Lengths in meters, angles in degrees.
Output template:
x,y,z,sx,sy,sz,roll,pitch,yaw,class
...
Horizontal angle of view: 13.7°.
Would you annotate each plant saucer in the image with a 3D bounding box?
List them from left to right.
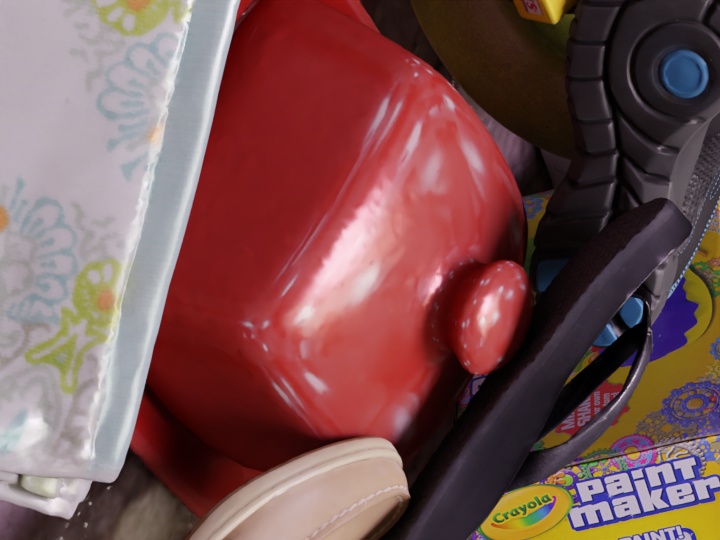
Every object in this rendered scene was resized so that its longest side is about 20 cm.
x,y,z,sx,sy,sz,roll,pitch,yaw,class
0.109,-0.144,1.248,0.199,0.031,0.201,4,81,-26,plant saucer

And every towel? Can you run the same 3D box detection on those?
x,y,z,sx,sy,sz,roll,pitch,yaw,class
-0.137,-0.035,0.939,0.170,0.048,0.201,14,96,-12,towel

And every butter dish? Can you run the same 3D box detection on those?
x,y,z,sx,sy,sz,roll,pitch,yaw,class
0.000,0.000,1.161,0.200,0.147,0.200,-60,145,-18,butter dish

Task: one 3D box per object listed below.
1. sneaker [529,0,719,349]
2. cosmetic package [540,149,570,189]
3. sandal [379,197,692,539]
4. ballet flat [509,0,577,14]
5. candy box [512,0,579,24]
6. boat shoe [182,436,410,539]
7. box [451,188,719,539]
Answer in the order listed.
x,y,z,sx,sy,sz,roll,pitch,yaw,class
0.118,-0.070,1.180,0.082,0.073,0.201,-45,158,-55,sneaker
0.134,-0.091,1.372,0.108,0.085,0.200,-51,143,-22,cosmetic package
0.067,0.058,1.150,0.201,0.043,0.076,-55,-174,11,sandal
0.019,-0.158,1.157,0.199,0.073,0.073,26,84,-39,ballet flat
0.113,-0.197,1.156,0.200,0.026,0.102,-45,124,-19,candy box
-0.050,0.135,1.099,0.200,0.065,0.072,-34,154,-29,boat shoe
0.123,0.092,1.302,0.201,0.121,0.193,-85,157,-54,box
